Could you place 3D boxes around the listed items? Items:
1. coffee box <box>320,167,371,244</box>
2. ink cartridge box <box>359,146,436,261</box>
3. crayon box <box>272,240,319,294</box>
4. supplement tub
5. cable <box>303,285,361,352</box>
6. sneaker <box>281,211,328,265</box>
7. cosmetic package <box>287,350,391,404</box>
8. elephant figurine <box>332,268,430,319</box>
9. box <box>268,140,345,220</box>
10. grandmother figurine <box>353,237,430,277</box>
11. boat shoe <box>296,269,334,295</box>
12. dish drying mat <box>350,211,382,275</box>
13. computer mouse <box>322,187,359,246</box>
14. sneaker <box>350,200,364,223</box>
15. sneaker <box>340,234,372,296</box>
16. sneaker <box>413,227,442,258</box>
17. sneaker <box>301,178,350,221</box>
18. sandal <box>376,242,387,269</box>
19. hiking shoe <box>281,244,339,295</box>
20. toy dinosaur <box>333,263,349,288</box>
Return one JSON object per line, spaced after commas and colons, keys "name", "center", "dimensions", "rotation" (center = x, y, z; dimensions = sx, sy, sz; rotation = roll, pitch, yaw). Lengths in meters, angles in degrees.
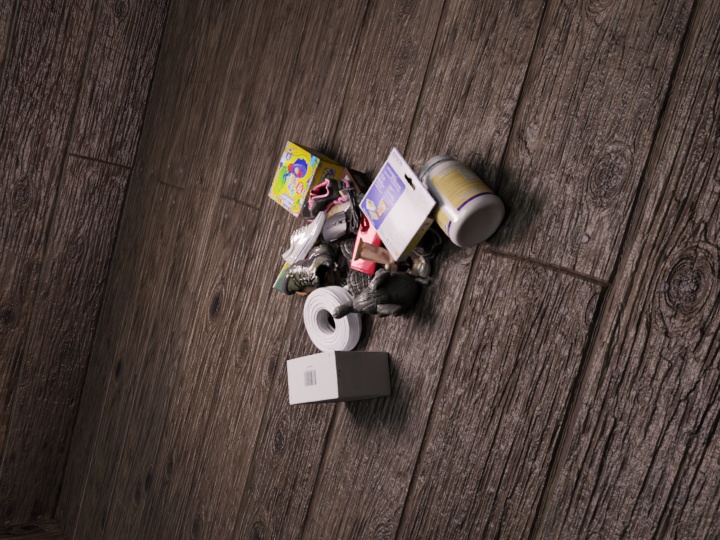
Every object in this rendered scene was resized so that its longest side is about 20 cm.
{"name": "coffee box", "center": [-0.050, -0.191, 1.715], "dimensions": [0.200, 0.079, 0.115], "rotation": [-51, 50, 28]}
{"name": "ink cartridge box", "center": [0.097, -0.162, 1.412], "dimensions": [0.200, 0.047, 0.198], "rotation": [-54, 54, 37]}
{"name": "crayon box", "center": [-0.194, -0.033, 1.807], "dimensions": [0.051, 0.127, 0.201], "rotation": [31, 111, 2]}
{"name": "supplement tub", "center": [0.230, -0.168, 1.365], "dimensions": [0.146, 0.145, 0.201], "rotation": [-54, 49, 25]}
{"name": "cable", "center": [-0.081, 0.144, 1.660], "dimensions": [0.199, 0.069, 0.202], "rotation": [-4, 99, 43]}
{"name": "sneaker", "center": [-0.166, -0.096, 1.678], "dimensions": [0.201, 0.070, 0.073], "rotation": [-56, 7, 19]}
{"name": "cosmetic package", "center": [-0.058, 0.289, 1.543], "dimensions": [0.198, 0.199, 0.124], "rotation": [-19, 71, 43]}
{"name": "elephant figurine", "center": [0.052, 0.070, 1.456], "dimensions": [0.141, 0.199, 0.156], "rotation": [33, 113, 24]}
{"name": "box", "center": [-0.169, -0.280, 1.830], "dimensions": [0.200, 0.121, 0.194], "rotation": [36, 110, 44]}
{"name": "grandmother figurine", "center": [0.086, -0.030, 1.476], "dimensions": [0.122, 0.198, 0.061], "rotation": [-74, 2, -46]}
{"name": "boat shoe", "center": [-0.144, 0.042, 1.748], "dimensions": [0.200, 0.071, 0.076], "rotation": [-26, 76, 55]}
{"name": "dish drying mat", "center": [0.027, -0.094, 1.536], "dimensions": [0.076, 0.018, 0.202], "rotation": [18, 100, 29]}
{"name": "computer mouse", "center": [-0.065, -0.152, 1.597], "dimensions": [0.200, 0.046, 0.142], "rotation": [-22, 69, 61]}
{"name": "sneaker", "center": [0.047, -0.194, 1.576], "dimensions": [0.074, 0.118, 0.201], "rotation": [40, 116, 24]}
{"name": "sneaker", "center": [0.000, 0.000, 1.615], "dimensions": [0.075, 0.091, 0.202], "rotation": [-14, 64, 10]}
{"name": "sneaker", "center": [0.123, -0.094, 1.508], "dimensions": [0.200, 0.086, 0.081], "rotation": [34, 109, 44]}
{"name": "sneaker", "center": [-0.121, -0.211, 1.667], "dimensions": [0.199, 0.095, 0.080], "rotation": [-33, 61, 40]}
{"name": "sandal", "center": [0.043, -0.066, 1.610], "dimensions": [0.200, 0.054, 0.081], "rotation": [49, 162, 52]}
{"name": "hiking shoe", "center": [-0.150, 0.016, 1.659], "dimensions": [0.200, 0.076, 0.101], "rotation": [-42, 48, 19]}
{"name": "toy dinosaur", "center": [-0.053, 0.034, 1.702], "dimensions": [0.088, 0.047, 0.201], "rotation": [-53, 48, 46]}
